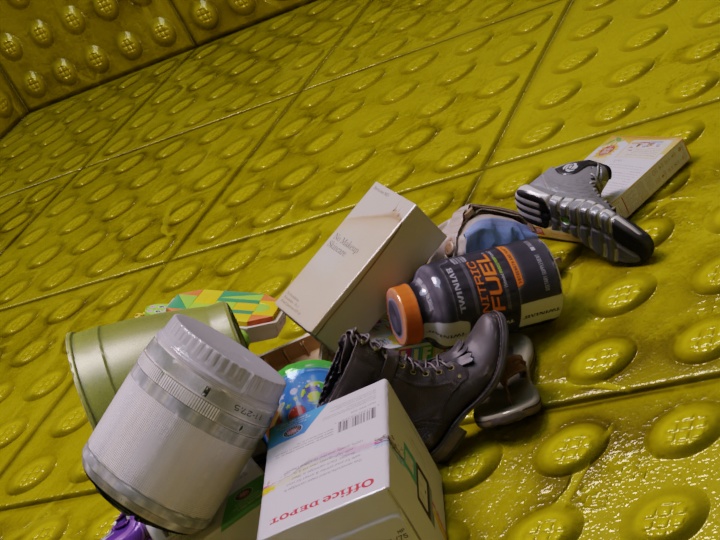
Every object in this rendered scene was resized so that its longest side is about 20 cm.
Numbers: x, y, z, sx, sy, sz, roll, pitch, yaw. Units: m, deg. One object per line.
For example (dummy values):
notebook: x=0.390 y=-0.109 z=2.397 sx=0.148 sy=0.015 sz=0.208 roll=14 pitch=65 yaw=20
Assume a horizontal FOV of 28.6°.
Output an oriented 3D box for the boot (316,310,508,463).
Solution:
boot: x=0.056 y=0.106 z=1.548 sx=0.201 sy=0.174 sz=0.069 roll=-62 pitch=21 yaw=-1

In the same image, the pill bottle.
pill bottle: x=0.133 y=0.033 z=1.694 sx=0.199 sy=0.107 sz=0.106 roll=-14 pitch=20 yaw=-15

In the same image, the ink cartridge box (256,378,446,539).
ink cartridge box: x=-0.005 y=0.243 z=1.449 sx=0.146 sy=0.146 sz=0.200 roll=-24 pitch=24 yaw=12

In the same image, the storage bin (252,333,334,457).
storage bin: x=-0.112 y=0.144 z=1.845 sx=0.199 sy=0.094 sz=0.199 roll=-24 pitch=24 yaw=14

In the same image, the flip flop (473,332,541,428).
flip flop: x=0.164 y=0.117 z=1.617 sx=0.081 sy=0.058 sz=0.200 roll=-17 pitch=23 yaw=17

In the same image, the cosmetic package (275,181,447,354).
cosmetic package: x=0.000 y=0.000 z=1.732 sx=0.200 sy=0.073 sz=0.103 roll=-52 pitch=36 yaw=-5

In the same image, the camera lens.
camera lens: x=-0.191 y=0.169 z=1.521 sx=0.201 sy=0.160 sz=0.160 roll=-58 pitch=25 yaw=2

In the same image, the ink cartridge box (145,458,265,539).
ink cartridge box: x=-0.167 y=0.284 z=1.633 sx=0.146 sy=0.084 sz=0.200 roll=-35 pitch=24 yaw=-10

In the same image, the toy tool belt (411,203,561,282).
toy tool belt: x=0.149 y=-0.019 z=1.799 sx=0.199 sy=0.126 sz=0.123 roll=-3 pitch=14 yaw=-35

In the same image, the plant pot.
plant pot: x=-0.223 y=0.132 z=1.693 sx=0.192 sy=0.201 sz=0.200 roll=-22 pitch=23 yaw=-3

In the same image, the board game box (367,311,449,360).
board game box: x=0.040 y=0.058 z=1.797 sx=0.134 sy=0.034 sz=0.200 roll=-8 pitch=29 yaw=-21

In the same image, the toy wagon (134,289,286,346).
toy wagon: x=-0.201 y=0.061 z=1.847 sx=0.199 sy=0.040 sz=0.155 roll=5 pitch=17 yaw=7

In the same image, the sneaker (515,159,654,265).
sneaker: x=0.304 y=-0.089 z=1.790 sx=0.199 sy=0.075 sz=0.115 roll=28 pitch=56 yaw=31

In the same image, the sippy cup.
sippy cup: x=-0.048 y=0.190 z=1.619 sx=0.177 sy=0.140 sz=0.130 roll=-30 pitch=25 yaw=3

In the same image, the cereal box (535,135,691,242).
cereal box: x=0.332 y=-0.112 z=1.916 sx=0.200 sy=0.040 sz=0.144 roll=-41 pitch=26 yaw=-21

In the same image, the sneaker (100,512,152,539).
sneaker: x=-0.272 y=0.288 z=1.752 sx=0.080 sy=0.084 sz=0.200 roll=-6 pitch=33 yaw=43
